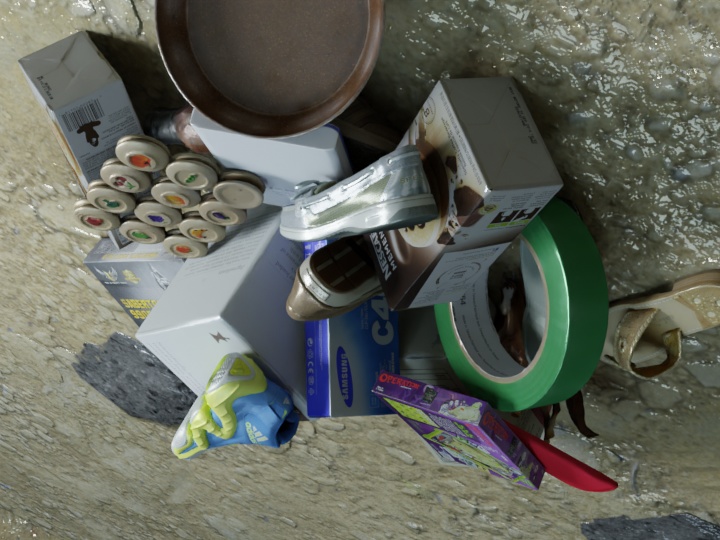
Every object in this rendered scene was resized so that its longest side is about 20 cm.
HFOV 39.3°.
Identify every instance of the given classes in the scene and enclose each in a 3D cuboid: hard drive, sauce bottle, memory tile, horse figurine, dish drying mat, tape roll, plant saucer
[{"bbox_3d":[-0.071,-0.099,0.958,0.131,0.026,0.200,11,167,10],"label":"hard drive"},{"bbox_3d":[-0.136,-0.148,1.015,0.199,0.066,0.066,5,139,32],"label":"sauce bottle"},{"bbox_3d":[-0.195,-0.067,1.015,0.153,0.017,0.200,19,151,-24],"label":"memory tile"},{"bbox_3d":[0.187,0.109,1.072,0.050,0.133,0.200,-13,141,41],"label":"horse figurine"},{"bbox_3d":[0.166,0.180,1.046,0.199,0.018,0.077,30,163,-10],"label":"dish drying mat"},{"bbox_3d":[0.142,0.027,0.931,0.048,0.202,0.200,-6,161,-30],"label":"tape roll"},{"bbox_3d":[-0.073,-0.210,0.832,0.199,0.034,0.202,3,101,14],"label":"plant saucer"}]

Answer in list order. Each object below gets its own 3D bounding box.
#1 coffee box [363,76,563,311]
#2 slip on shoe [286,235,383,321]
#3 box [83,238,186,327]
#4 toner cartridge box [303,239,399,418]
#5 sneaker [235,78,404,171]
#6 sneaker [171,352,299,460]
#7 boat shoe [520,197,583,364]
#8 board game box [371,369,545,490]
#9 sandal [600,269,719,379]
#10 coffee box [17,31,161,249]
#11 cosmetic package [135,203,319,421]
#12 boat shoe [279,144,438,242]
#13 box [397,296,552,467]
[{"bbox_3d":[0.079,-0.062,0.891,0.079,0.114,0.200,-7,153,-28],"label":"coffee box"},{"bbox_3d":[0.000,0.000,0.990,0.076,0.200,0.061,45,125,9],"label":"slip on shoe"},{"bbox_3d":[-0.251,0.026,1.342,0.199,0.048,0.159,0,136,37],"label":"box"},{"bbox_3d":[-0.008,0.049,1.038,0.095,0.201,0.043,3,172,-38],"label":"toner cartridge box"},{"bbox_3d":[-0.018,-0.149,0.928,0.199,0.076,0.070,21,162,-29],"label":"sneaker"},{"bbox_3d":[-0.128,0.164,1.043,0.105,0.076,0.200,31,144,-4],"label":"sneaker"},{"bbox_3d":[0.196,0.013,0.974,0.076,0.060,0.201,49,149,46],"label":"boat shoe"},{"bbox_3d":[0.103,0.162,1.011,0.120,0.032,0.200,19,162,34],"label":"board game box"},{"bbox_3d":[0.280,0.069,0.976,0.077,0.070,0.212,36,146,-9],"label":"sandal"},{"bbox_3d":[-0.279,-0.137,1.086,0.114,0.079,0.201,50,162,39],"label":"coffee box"},{"bbox_3d":[-0.103,0.041,1.114,0.164,0.201,0.165,-12,128,45],"label":"cosmetic package"},{"bbox_3d":[-0.008,-0.063,0.889,0.202,0.074,0.065,-6,92,58],"label":"boat shoe"},{"bbox_3d":[0.112,0.122,1.137,0.127,0.109,0.200,-5,133,41],"label":"box"}]
